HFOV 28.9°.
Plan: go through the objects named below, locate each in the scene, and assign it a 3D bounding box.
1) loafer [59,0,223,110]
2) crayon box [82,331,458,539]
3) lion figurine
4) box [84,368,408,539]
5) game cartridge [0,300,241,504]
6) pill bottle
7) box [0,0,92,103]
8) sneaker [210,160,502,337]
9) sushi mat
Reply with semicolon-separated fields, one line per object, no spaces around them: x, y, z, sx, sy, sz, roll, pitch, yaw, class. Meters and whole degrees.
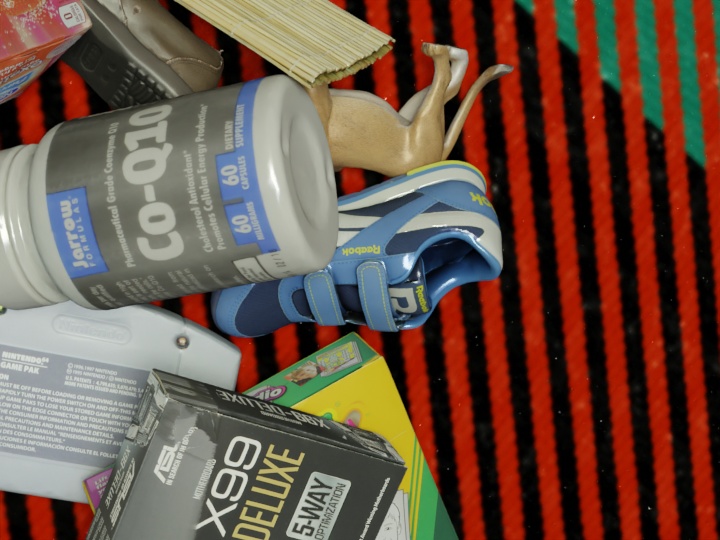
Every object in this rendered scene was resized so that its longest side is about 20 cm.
-0.164;-0.165;0.864;0.200;0.073;0.071;47;51;-11;loafer
-0.050;0.164;0.894;0.198;0.058;0.174;-28;116;-11;crayon box
-0.001;-0.092;0.897;0.197;0.072;0.124;6;101;-16;lion figurine
-0.083;0.174;0.824;0.156;0.050;0.202;19;101;-25;box
-0.181;0.079;0.893;0.198;0.041;0.135;12;97;-13;game cartridge
-0.121;-0.039;0.812;0.198;0.114;0.115;-10;99;15;pill bottle
-0.254;-0.191;0.788;0.095;0.099;0.202;-32;94;-43;box
0.000;0.000;0.887;0.198;0.083;0.074;-23;143;-2;sneaker
-0.080;-0.171;0.827;0.199;0.096;0.012;34;124;14;sushi mat
